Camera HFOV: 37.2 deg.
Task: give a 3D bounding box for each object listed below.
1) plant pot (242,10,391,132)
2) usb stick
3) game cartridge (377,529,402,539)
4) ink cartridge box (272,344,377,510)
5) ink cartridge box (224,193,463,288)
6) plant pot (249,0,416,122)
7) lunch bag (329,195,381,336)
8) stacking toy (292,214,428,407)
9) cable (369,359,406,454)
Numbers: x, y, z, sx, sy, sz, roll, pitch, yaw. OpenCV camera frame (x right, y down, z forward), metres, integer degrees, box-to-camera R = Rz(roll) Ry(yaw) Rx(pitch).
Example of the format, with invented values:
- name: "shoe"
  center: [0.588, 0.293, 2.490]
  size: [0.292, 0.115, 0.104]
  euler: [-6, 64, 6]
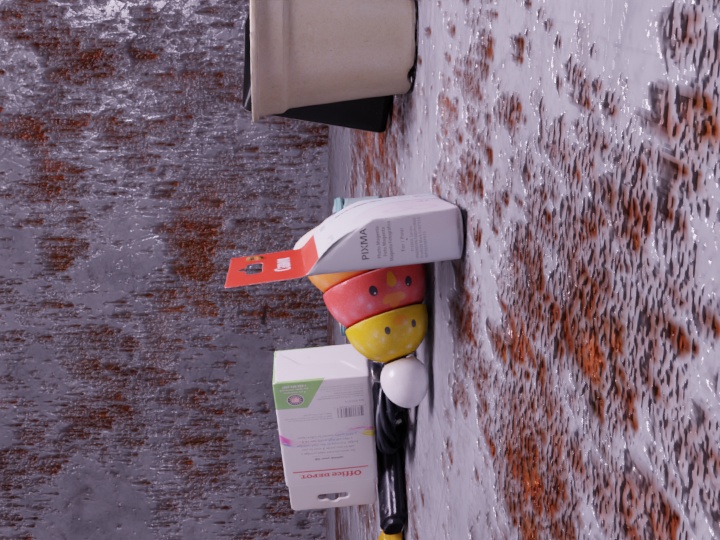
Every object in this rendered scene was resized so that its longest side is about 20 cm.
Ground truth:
- name: "plant pot"
  center: [-0.044, -0.330, 1.430]
  size: [0.178, 0.197, 0.202]
  euler: [111, 162, -45]
- name: "usb stick"
  center: [0.036, 0.227, 1.343]
  size: [0.056, 0.032, 0.202]
  euler: [108, 162, -56]
- name: "game cartridge"
  center: [0.035, 0.438, 1.370]
  size: [0.201, 0.032, 0.178]
  euler: [95, 173, -61]
- name: "ink cartridge box"
  center: [-0.040, 0.192, 1.300]
  size: [0.068, 0.115, 0.202]
  euler: [-97, 3, -59]
- name: "ink cartridge box"
  center: [-0.019, -0.031, 0.941]
  size: [0.163, 0.197, 0.058]
  euler: [-118, 26, -80]
- name: "plant pot"
  center: [-0.033, -0.270, 1.216]
  size: [0.200, 0.181, 0.203]
  euler: [179, 90, -85]
- name: "lunch bag"
  center: [0.000, 0.000, 1.417]
  size: [0.200, 0.076, 0.163]
  euler: [84, -174, -72]
- name: "stacking toy"
  center: [0.026, 0.040, 1.087]
  size: [0.146, 0.144, 0.202]
  euler: [112, 138, -78]
- name: "cable"
  center: [0.037, 0.117, 1.269]
  size: [0.201, 0.050, 0.165]
  euler: [-94, -2, -57]
